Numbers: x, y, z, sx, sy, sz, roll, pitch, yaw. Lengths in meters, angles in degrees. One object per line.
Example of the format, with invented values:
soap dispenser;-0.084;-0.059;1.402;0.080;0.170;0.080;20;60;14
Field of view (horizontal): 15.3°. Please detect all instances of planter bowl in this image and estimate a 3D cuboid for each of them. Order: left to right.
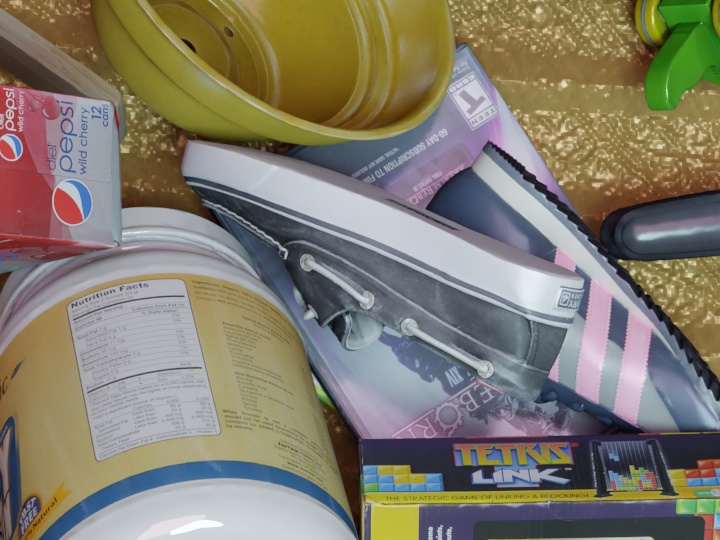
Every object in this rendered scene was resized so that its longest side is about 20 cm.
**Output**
planter bowl;-0.059;-0.121;1.206;0.200;0.083;0.201;25;44;-26

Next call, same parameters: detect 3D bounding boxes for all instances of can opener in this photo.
can opener;0.208;-0.025;1.222;0.199;0.063;0.079;-3;82;-15

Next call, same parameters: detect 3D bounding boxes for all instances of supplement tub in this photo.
supplement tub;-0.083;0.083;1.131;0.144;0.145;0.201;-14;43;-4

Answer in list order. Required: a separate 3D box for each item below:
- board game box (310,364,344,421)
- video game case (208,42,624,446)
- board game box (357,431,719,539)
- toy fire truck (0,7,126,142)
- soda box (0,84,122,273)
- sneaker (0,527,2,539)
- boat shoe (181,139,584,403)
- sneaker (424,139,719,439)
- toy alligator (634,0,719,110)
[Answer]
board game box;0.078;0.073;1.235;0.200;0.030;0.096;36;81;5
video game case;0.043;0.016;1.222;0.142;0.019;0.201;-32;82;-8
board game box;0.080;0.168;1.159;0.164;0.057;0.201;0;118;-1
toy fire truck;-0.210;-0.114;1.175;0.199;0.176;0.130;-8;82;-4
soda box;-0.182;-0.032;1.153;0.070;0.200;0.064;6;80;-36
sneaker;-0.180;0.118;1.195;0.199;0.078;0.086;18;82;1
boat shoe;0.000;0.000;1.151;0.199;0.072;0.068;23;98;24
sneaker;0.099;0.040;1.187;0.082;0.070;0.200;-43;82;7
toy alligator;0.180;-0.158;1.260;0.054;0.059;0.201;33;69;-41
